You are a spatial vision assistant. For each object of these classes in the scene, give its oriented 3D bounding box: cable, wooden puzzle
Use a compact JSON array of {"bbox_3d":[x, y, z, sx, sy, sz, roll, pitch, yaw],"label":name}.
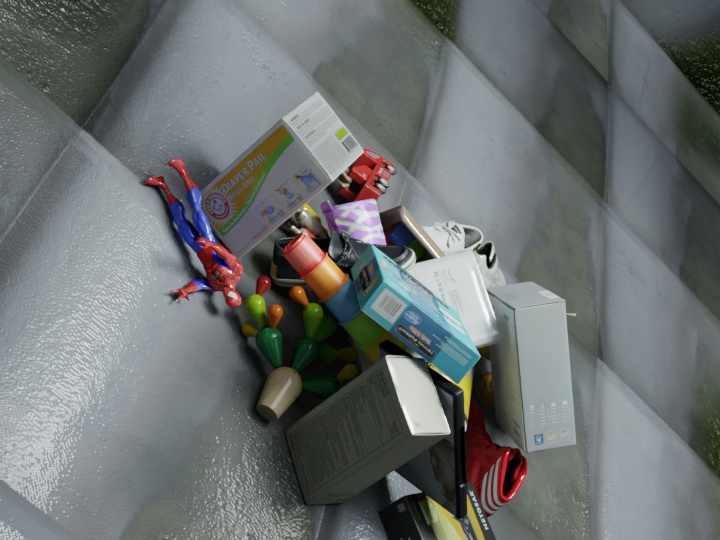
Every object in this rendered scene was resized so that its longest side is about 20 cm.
[{"bbox_3d":[-0.036,-0.024,1.809,0.199,0.050,0.098,33,34,-30],"label":"cable"},{"bbox_3d":[0.081,-0.008,1.880,0.046,0.200,0.186,-44,100,-12],"label":"wooden puzzle"}]

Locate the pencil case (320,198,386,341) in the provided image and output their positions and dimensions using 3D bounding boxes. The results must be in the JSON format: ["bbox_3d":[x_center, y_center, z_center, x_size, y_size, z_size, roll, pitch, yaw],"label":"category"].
[{"bbox_3d":[0.000,0.000,1.771,0.085,0.084,0.203,-9,83,-30],"label":"pencil case"}]

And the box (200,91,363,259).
[{"bbox_3d":[-0.111,-0.122,1.663,0.102,0.199,0.113,50,34,-5],"label":"box"}]

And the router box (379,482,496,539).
[{"bbox_3d":[0.124,0.384,1.648,0.156,0.052,0.202,1,60,-52],"label":"router box"}]

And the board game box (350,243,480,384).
[{"bbox_3d":[0.064,0.051,1.574,0.150,0.047,0.200,38,8,-11],"label":"board game box"}]

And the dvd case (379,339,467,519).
[{"bbox_3d":[0.078,0.199,1.582,0.017,0.202,0.142,-26,38,-30],"label":"dvd case"}]

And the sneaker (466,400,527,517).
[{"bbox_3d":[0.188,0.255,1.790,0.078,0.115,0.202,31,41,-33],"label":"sneaker"}]

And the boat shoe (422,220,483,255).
[{"bbox_3d":[0.134,-0.052,2.027,0.074,0.065,0.199,57,25,12],"label":"boat shoe"}]

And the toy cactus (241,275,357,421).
[{"bbox_3d":[-0.086,0.117,1.604,0.200,0.102,0.166,47,52,-17],"label":"toy cactus"}]

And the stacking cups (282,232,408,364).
[{"bbox_3d":[-0.020,0.036,1.625,0.201,0.060,0.061,50,33,-9],"label":"stacking cups"}]

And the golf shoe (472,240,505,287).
[{"bbox_3d":[0.202,-0.001,2.029,0.078,0.098,0.200,25,15,12],"label":"golf shoe"}]

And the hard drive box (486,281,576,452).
[{"bbox_3d":[0.234,0.130,1.764,0.156,0.076,0.203,-134,-144,-76],"label":"hard drive box"}]

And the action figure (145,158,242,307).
[{"bbox_3d":[-0.213,-0.038,1.580,0.201,0.065,0.099,59,24,8],"label":"action figure"}]

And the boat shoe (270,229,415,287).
[{"bbox_3d":[-0.025,-0.018,1.694,0.075,0.197,0.063,-79,166,-60],"label":"boat shoe"}]

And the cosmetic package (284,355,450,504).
[{"bbox_3d":[0.005,0.194,1.525,0.073,0.199,0.105,7,56,-45],"label":"cosmetic package"}]

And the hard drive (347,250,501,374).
[{"bbox_3d":[0.077,0.058,1.710,0.197,0.027,0.134,-13,72,-13],"label":"hard drive"}]

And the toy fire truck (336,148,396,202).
[{"bbox_3d":[-0.026,-0.149,1.926,0.140,0.049,0.200,34,25,-4],"label":"toy fire truck"}]

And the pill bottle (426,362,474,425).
[{"bbox_3d":[0.102,0.132,1.761,0.111,0.111,0.202,33,50,-30],"label":"pill bottle"}]

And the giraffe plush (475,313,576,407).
[{"bbox_3d":[0.231,0.145,1.934,0.172,0.198,0.165,0,91,-58],"label":"giraffe plush"}]
